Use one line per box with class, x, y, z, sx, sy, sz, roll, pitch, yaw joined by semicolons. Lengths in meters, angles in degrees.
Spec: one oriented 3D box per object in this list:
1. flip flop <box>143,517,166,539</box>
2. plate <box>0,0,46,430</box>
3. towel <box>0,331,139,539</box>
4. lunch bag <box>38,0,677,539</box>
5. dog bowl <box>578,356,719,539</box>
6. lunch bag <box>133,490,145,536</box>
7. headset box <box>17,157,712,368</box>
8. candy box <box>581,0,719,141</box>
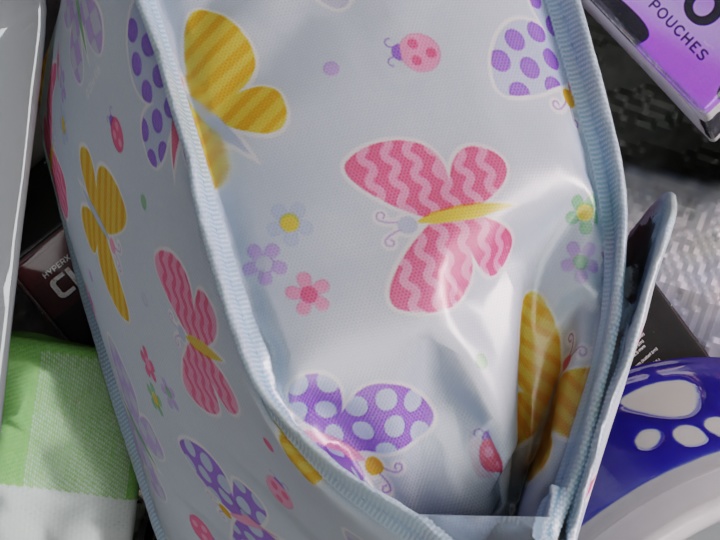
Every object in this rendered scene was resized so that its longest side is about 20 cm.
flip flop;-0.046;0.121;0.862;0.057;0.081;0.201;11;136;-7
plate;-0.167;0.019;0.700;0.199;0.032;0.201;1;99;-45
towel;-0.139;0.108;0.787;0.148;0.031;0.201;10;93;-22
lunch bag;0.000;0.000;0.723;0.126;0.170;0.201;-11;72;-13
dog bowl;0.097;0.130;0.883;0.199;0.079;0.201;-12;120;-22
lunch bag;-0.175;0.108;0.846;0.199;0.118;0.165;20;95;-14
headset box;-0.007;0.004;0.889;0.149;0.077;0.200;-40;109;-4
candy box;0.104;-0.165;0.766;0.200;0.072;0.168;-44;82;5
